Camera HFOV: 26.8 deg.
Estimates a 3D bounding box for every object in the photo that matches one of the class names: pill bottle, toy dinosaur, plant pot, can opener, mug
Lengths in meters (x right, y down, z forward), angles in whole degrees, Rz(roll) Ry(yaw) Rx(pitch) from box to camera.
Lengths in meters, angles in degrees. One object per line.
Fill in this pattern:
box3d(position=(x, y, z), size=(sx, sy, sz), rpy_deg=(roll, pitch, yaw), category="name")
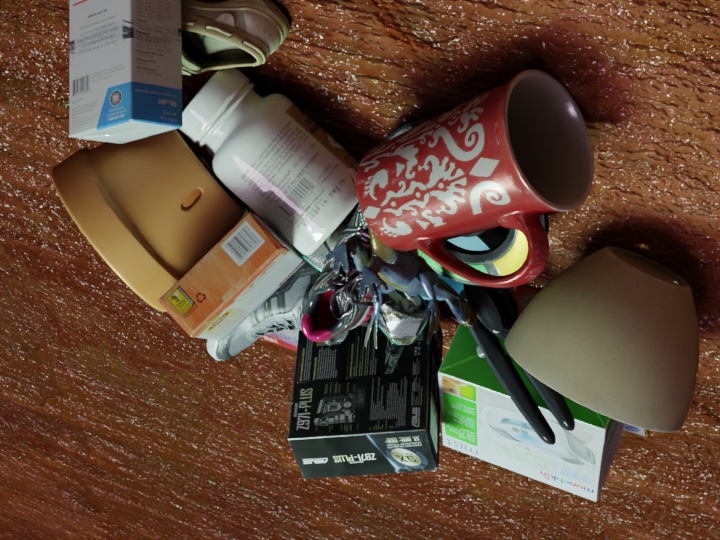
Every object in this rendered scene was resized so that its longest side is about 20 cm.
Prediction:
box3d(position=(-0.093, -0.121, 1.602), size=(0.200, 0.114, 0.114), rpy_deg=(41, 150, -4), category="pill bottle")
box3d(position=(0.059, 0.003, 1.544), size=(0.105, 0.201, 0.181), rpy_deg=(24, -162, 39), category="toy dinosaur")
box3d(position=(0.264, 0.055, 1.535), size=(0.199, 0.135, 0.200), rpy_deg=(23, -166, -6), category="plant pot")
box3d(position=(-0.220, -0.076, 1.650), size=(0.200, 0.140, 0.200), rpy_deg=(52, -177, -4), category="plant pot")
box3d(position=(0.163, 0.098, 1.631), size=(0.063, 0.078, 0.201), rpy_deg=(-35, 75, 29), category="can opener")
box3d(position=(0.097, -0.078, 1.417), size=(0.199, 0.178, 0.133), rpy_deg=(-17, 136, 41), category="mug")

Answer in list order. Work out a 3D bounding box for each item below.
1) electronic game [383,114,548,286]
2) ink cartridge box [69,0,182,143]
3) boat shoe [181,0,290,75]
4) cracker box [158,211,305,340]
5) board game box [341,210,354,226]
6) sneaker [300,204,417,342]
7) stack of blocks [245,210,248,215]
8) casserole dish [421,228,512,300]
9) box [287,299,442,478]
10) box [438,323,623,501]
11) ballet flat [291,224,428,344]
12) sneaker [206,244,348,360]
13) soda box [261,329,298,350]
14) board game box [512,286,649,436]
box3d(position=(0.101, -0.070, 1.552), size=(0.199, 0.042, 0.201), rpy_deg=(21, 134, 23), category="electronic game")
box3d(position=(-0.239, -0.238, 1.532), size=(0.068, 0.202, 0.116), rpy_deg=(4, 173, -43), category="ink cartridge box")
box3d(position=(-0.160, -0.232, 1.544), size=(0.200, 0.063, 0.073), rpy_deg=(3, 142, 38), category="boat shoe")
box3d(position=(-0.135, 0.010, 1.633), size=(0.058, 0.134, 0.200), rpy_deg=(46, 180, 6), category="cracker box")
box3d(position=(-0.062, -0.078, 1.752), size=(0.103, 0.020, 0.200), rpy_deg=(2, 142, 42), category="board game box")
box3d(position=(0.000, 0.000, 1.605), size=(0.080, 0.075, 0.201), rpy_deg=(36, 126, 16), category="sneaker")
box3d(position=(-0.190, -0.042, 1.822), size=(0.058, 0.115, 0.201), rpy_deg=(-9, 116, 47), category="stack of blocks")
box3d(position=(0.094, -0.021, 1.688), size=(0.199, 0.039, 0.121), rpy_deg=(-9, 135, 49), category="casserole dish")
box3d(position=(0.009, 0.134, 1.770), size=(0.163, 0.201, 0.086), rpy_deg=(-6, 139, 11), category="box")
box3d(position=(0.198, 0.155, 1.737), size=(0.199, 0.097, 0.177), rpy_deg=(19, 148, 16), category="box")
box3d(position=(0.004, -0.006, 1.696), size=(0.200, 0.072, 0.072), rpy_deg=(44, 151, 1), category="ballet flat")
box3d(position=(-0.084, 0.056, 1.752), size=(0.114, 0.200, 0.075), rpy_deg=(49, -172, 22), category="sneaker")
box3d(position=(-0.067, 0.064, 1.933), size=(0.199, 0.070, 0.064), rpy_deg=(17, 152, 19), category="soda box")
box3d(position=(0.258, 0.106, 1.746), size=(0.152, 0.040, 0.200), rpy_deg=(14, 148, 25), category="board game box")
